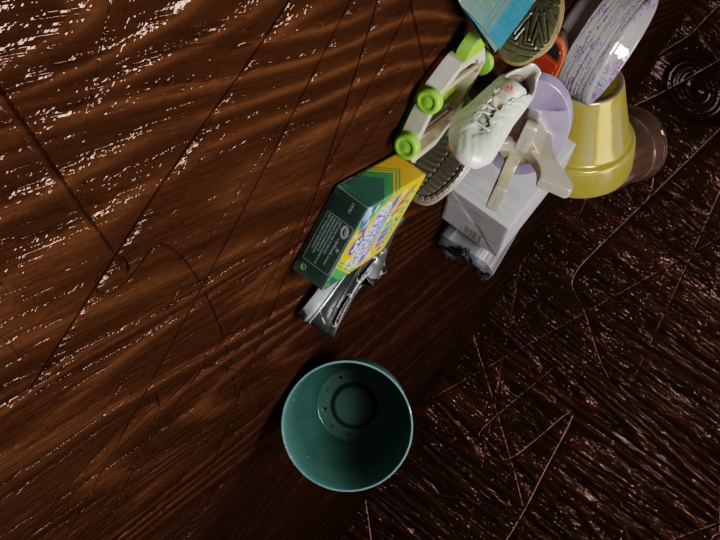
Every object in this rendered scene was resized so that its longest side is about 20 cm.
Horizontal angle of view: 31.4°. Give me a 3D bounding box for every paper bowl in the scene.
[{"bbox_3d":[0.377,-0.373,2.035,0.201,0.104,0.201,-51,169,-14],"label":"paper bowl"}]

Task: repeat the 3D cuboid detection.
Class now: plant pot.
[{"bbox_3d":[0.631,-0.289,3.181,0.198,0.200,0.201,-31,156,-46],"label":"plant pot"},{"bbox_3d":[0.386,-0.260,2.232,0.201,0.200,0.189,-47,152,-32],"label":"plant pot"},{"bbox_3d":[-0.016,0.226,1.998,0.201,0.200,0.161,-55,-179,6],"label":"plant pot"}]

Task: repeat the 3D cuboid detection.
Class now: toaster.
[{"bbox_3d":[0.211,-0.069,2.250,0.130,0.113,0.200,-57,167,-2],"label":"toaster"}]

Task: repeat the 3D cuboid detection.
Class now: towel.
[{"bbox_3d":[0.179,-0.349,1.398,0.200,0.022,0.147,-55,152,0],"label":"towel"}]

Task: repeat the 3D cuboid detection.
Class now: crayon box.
[{"bbox_3d":[0.007,-0.066,1.549,0.126,0.051,0.200,-60,168,29],"label":"crayon box"}]

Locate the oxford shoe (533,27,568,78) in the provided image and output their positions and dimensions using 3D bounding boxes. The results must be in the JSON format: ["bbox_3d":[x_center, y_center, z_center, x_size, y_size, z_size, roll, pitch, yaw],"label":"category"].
[{"bbox_3d":[0.268,-0.280,1.957,0.073,0.071,0.200,-48,168,-52],"label":"oxford shoe"}]

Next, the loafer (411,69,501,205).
[{"bbox_3d":[0.132,-0.171,1.692,0.200,0.076,0.068,-56,163,4],"label":"loafer"}]

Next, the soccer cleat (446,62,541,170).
[{"bbox_3d":[0.164,-0.194,1.561,0.078,0.069,0.200,-47,-176,42],"label":"soccer cleat"}]

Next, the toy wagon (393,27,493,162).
[{"bbox_3d":[0.107,-0.221,1.534,0.155,0.039,0.200,-42,163,-49],"label":"toy wagon"}]

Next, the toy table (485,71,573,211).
[{"bbox_3d":[0.233,-0.181,1.869,0.201,0.183,0.117,92,18,-50],"label":"toy table"}]

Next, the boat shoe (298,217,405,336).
[{"bbox_3d":[0.000,0.000,1.684,0.200,0.057,0.069,-51,178,-11],"label":"boat shoe"}]

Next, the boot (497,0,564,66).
[{"bbox_3d":[0.225,-0.311,1.634,0.176,0.066,0.200,-64,171,-7],"label":"boot"}]

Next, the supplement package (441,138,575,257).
[{"bbox_3d":[0.244,-0.148,2.116,0.200,0.121,0.120,-49,168,-19],"label":"supplement package"}]
